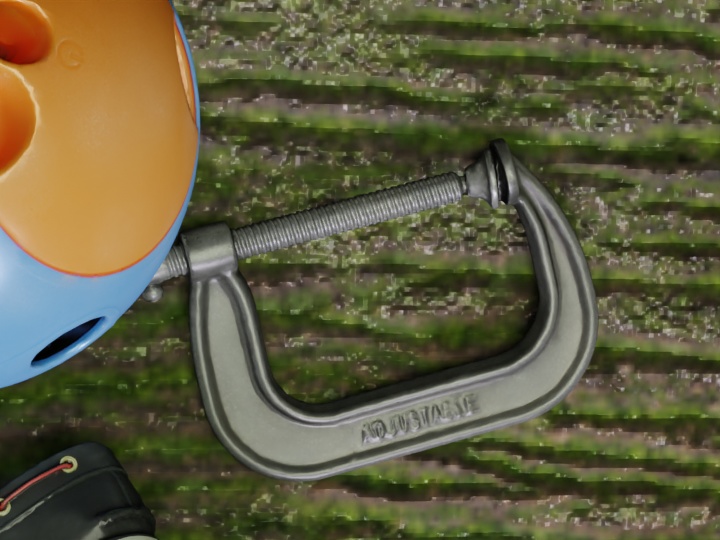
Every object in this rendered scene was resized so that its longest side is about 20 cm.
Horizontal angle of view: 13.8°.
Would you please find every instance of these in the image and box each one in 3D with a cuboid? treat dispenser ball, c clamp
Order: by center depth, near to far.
[{"bbox_3d":[-0.158,-0.055,1.094,0.200,0.201,0.202,-2,99,-12],"label":"treat dispenser ball"},{"bbox_3d":[0.000,0.000,1.227,0.199,0.027,0.172,-9,100,-10],"label":"c clamp"}]

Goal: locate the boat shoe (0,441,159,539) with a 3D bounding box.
[{"bbox_3d":[-0.173,0.141,1.196,0.201,0.074,0.063,-31,65,5],"label":"boat shoe"}]
